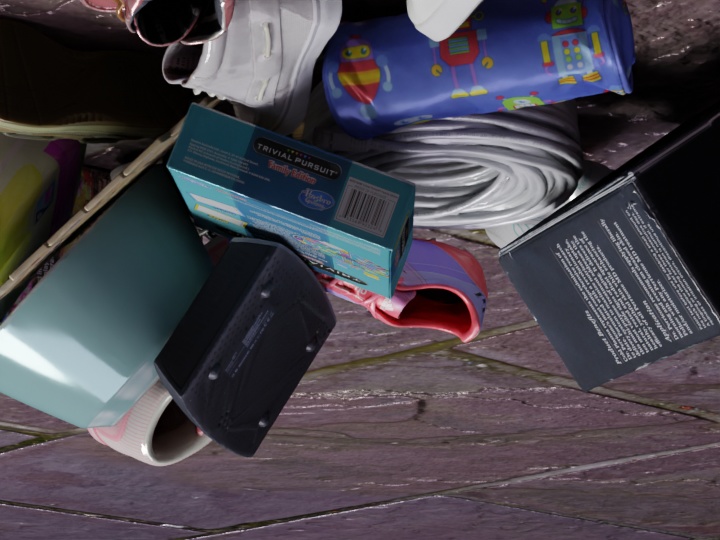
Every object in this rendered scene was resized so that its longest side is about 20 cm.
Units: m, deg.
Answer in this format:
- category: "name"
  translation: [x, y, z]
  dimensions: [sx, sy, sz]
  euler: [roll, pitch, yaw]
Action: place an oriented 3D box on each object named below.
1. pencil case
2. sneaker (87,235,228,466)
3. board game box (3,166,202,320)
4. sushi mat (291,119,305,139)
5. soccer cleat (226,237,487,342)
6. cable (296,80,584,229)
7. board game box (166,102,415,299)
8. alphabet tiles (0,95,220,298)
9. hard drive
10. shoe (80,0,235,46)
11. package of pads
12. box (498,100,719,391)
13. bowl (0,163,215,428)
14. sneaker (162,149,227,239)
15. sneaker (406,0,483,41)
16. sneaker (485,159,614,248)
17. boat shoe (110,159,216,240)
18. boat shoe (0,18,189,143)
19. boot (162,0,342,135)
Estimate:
- category: "pencil case"
  translation: [0.074, -0.132, 1.356]
  dimensions: [0.198, 0.079, 0.087]
  euler: [-9, 166, 19]
- category: "sneaker"
  translation: [-0.116, 0.064, 1.642]
  dimensions: [0.075, 0.201, 0.104]
  euler: [46, 168, -35]
- category: "board game box"
  translation: [-0.230, 0.009, 1.708]
  dimensions: [0.199, 0.161, 0.096]
  euler: [13, 160, -38]
- category: "sushi mat"
  translation: [0.044, -0.107, 1.581]
  dimensions: [0.198, 0.012, 0.096]
  euler: [-3, 163, 5]
- category: "soccer cleat"
  translation: [0.000, 0.000, 1.589]
  dimensions: [0.198, 0.077, 0.067]
  euler: [15, 126, -15]
- category: "cable"
  translation: [0.055, -0.085, 1.514]
  dimensions: [0.198, 0.070, 0.200]
  euler: [-1, 162, 2]
- category: "board game box"
  translation: [-0.041, -0.043, 1.435]
  dimensions: [0.150, 0.047, 0.200]
  euler: [21, 172, 4]
- category: "alphabet tiles"
  translation: [-0.166, -0.051, 1.453]
  dimensions: [0.200, 0.006, 0.166]
  euler: [-42, -176, 9]
- category: "hard drive"
  translation: [-0.080, 0.052, 1.524]
  dimensions: [0.042, 0.136, 0.200]
  euler: [30, 172, 18]
- category: "shoe"
  translation: [-0.122, -0.164, 1.222]
  dimensions: [0.071, 0.092, 0.200]
  euler: [6, 163, -24]
- category: "package of pads"
  translation: [-0.265, -0.016, 1.499]
  dimensions: [0.068, 0.201, 0.155]
  euler: [30, 146, 3]
- category: "box"
  translation: [0.233, -0.035, 1.487]
  dimensions: [0.199, 0.125, 0.196]
  euler: [-33, -178, -27]
- category: "bowl"
  translation: [-0.173, 0.033, 1.537]
  dimensions: [0.105, 0.201, 0.201]
  euler: [42, 158, -2]
- category: "sneaker"
  translation: [-0.067, -0.058, 1.642]
  dimensions: [0.199, 0.083, 0.072]
  euler: [35, 118, -26]
- category: "sneaker"
  translation: [0.047, -0.190, 1.229]
  dimensions: [0.084, 0.073, 0.200]
  euler: [37, 168, -3]
- category: "sneaker"
  translation: [0.136, -0.062, 1.672]
  dimensions: [0.080, 0.071, 0.200]
  euler: [34, 164, -13]
- category: "boat shoe"
  translation: [-0.097, -0.047, 1.693]
  dimensions: [0.198, 0.063, 0.073]
  euler: [6, 163, -23]
- category: "boat shoe"
  translation: [-0.210, -0.117, 1.431]
  dimensions: [0.199, 0.074, 0.063]
  euler: [2, 162, -37]
- category: "boot"
  translation: [-0.079, -0.134, 1.343]
  dimensions: [0.095, 0.074, 0.200]
  euler: [-14, 160, -18]
